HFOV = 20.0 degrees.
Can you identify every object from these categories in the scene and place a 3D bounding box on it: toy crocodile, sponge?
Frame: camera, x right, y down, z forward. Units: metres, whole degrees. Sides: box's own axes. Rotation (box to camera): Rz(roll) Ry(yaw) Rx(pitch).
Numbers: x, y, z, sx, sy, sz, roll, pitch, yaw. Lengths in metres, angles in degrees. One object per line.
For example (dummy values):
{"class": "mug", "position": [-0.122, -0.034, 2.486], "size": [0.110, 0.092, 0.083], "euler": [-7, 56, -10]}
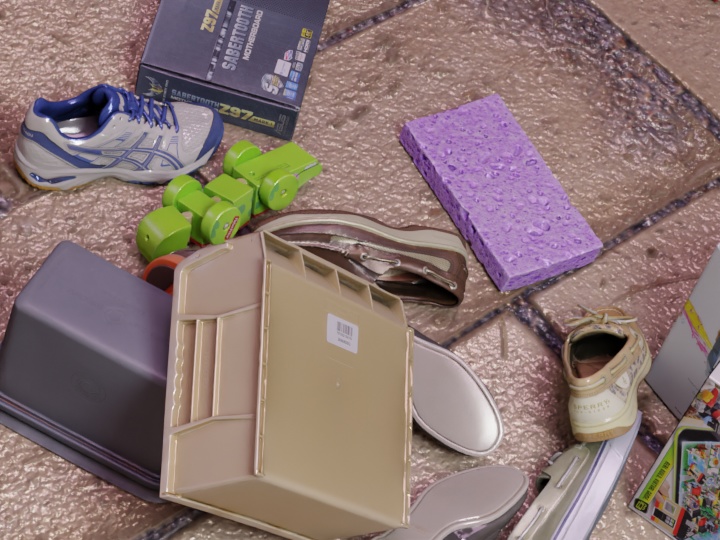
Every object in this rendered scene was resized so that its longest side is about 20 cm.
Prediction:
{"class": "toy crocodile", "position": [-0.115, -0.062, 1.826], "size": [0.067, 0.062, 0.200], "euler": [33, 45, 28]}
{"class": "sponge", "position": [0.131, -0.075, 1.923], "size": [0.111, 0.030, 0.200], "euler": [-17, 60, -27]}

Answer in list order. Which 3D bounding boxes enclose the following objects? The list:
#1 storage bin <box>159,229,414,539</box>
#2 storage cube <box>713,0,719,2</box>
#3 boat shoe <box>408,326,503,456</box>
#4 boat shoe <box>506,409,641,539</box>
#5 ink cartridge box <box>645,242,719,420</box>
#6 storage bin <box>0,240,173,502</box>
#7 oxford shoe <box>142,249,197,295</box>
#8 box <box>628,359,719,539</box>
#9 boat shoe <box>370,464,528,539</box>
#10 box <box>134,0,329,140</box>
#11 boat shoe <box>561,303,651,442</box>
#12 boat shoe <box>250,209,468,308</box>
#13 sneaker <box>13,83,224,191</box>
{"class": "storage bin", "position": [-0.052, 0.095, 1.590], "size": [0.200, 0.093, 0.200], "euler": [27, 58, -48]}
{"class": "storage cube", "position": [0.406, -0.426, 2.183], "size": [0.199, 0.171, 0.180], "euler": [-27, 66, -32]}
{"class": "boat shoe", "position": [0.043, 0.086, 1.747], "size": [0.200, 0.057, 0.067], "euler": [39, 88, 10]}
{"class": "boat shoe", "position": [0.178, 0.183, 1.711], "size": [0.062, 0.072, 0.200], "euler": [25, 51, 12]}
{"class": "ink cartridge box", "position": [0.370, 0.060, 1.774], "size": [0.145, 0.200, 0.145], "euler": [-24, 63, -30]}
{"class": "storage bin", "position": [-0.195, 0.067, 1.653], "size": [0.199, 0.135, 0.146], "euler": [28, 51, 6]}
{"class": "oxford shoe", "position": [-0.093, 0.054, 1.735], "size": [0.200, 0.071, 0.073], "euler": [47, 31, 7]}
{"class": "box", "position": [0.303, 0.164, 1.674], "size": [0.110, 0.200, 0.035], "euler": [35, 52, 13]}
{"class": "boat shoe", "position": [0.061, 0.224, 1.663], "size": [0.067, 0.057, 0.200], "euler": [29, 43, 35]}
{"class": "box", "position": [-0.118, -0.230, 1.958], "size": [0.157, 0.051, 0.201], "euler": [16, 51, -2]}
{"class": "boat shoe", "position": [0.210, 0.074, 1.765], "size": [0.073, 0.063, 0.200], "euler": [-14, 23, 12]}
{"class": "boat shoe", "position": [0.002, -0.003, 1.804], "size": [0.201, 0.075, 0.075], "euler": [4, 58, -13]}
{"class": "sneaker", "position": [-0.210, -0.126, 1.829], "size": [0.199, 0.088, 0.075], "euler": [-13, 56, -26]}
